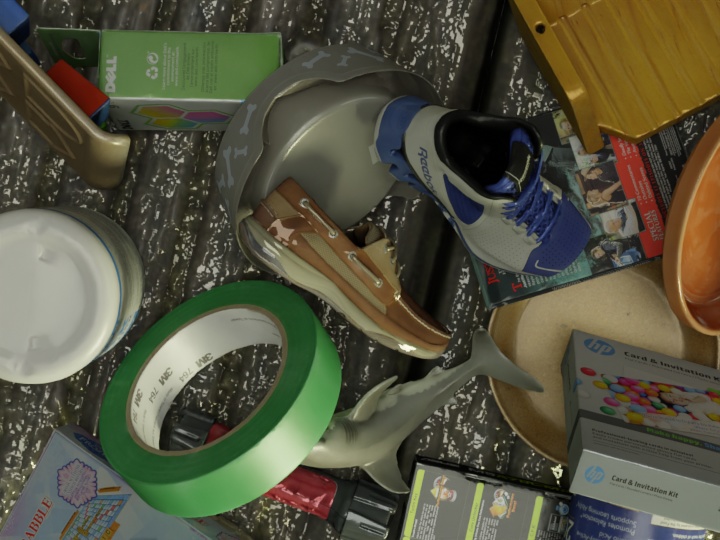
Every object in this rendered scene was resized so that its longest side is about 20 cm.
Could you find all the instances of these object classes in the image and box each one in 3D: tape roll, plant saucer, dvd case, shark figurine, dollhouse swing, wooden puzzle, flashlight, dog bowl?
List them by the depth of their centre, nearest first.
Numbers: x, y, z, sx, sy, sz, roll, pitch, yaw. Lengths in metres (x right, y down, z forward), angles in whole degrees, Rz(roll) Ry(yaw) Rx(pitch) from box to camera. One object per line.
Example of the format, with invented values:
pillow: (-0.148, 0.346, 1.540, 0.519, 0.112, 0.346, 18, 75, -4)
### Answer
dollhouse swing: (0.227, -0.232, 1.284, 0.198, 0.176, 0.183, -27, 72, 1)
wooden puzzle: (-0.260, -0.154, 1.296, 0.200, 0.185, 0.046, 41, 77, -3)
dog bowl: (-0.028, -0.092, 1.301, 0.200, 0.200, 0.059, -43, 57, 1)
tape roll: (-0.113, 0.100, 1.303, 0.199, 0.201, 0.048, -32, 129, 2)
plant saucer: (0.302, -0.048, 1.315, 0.032, 0.199, 0.203, 23, 93, 39)
shark figurine: (0.038, 0.133, 1.348, 0.212, 0.128, 0.090, -24, 79, -17)
dvd case: (0.178, -0.064, 1.353, 0.198, 0.022, 0.148, -17, 77, -6)
flashlight: (-0.068, 0.179, 1.364, 0.198, 0.068, 0.068, 21, 59, 4)
plant saucer: (0.203, 0.067, 1.378, 0.197, 0.035, 0.203, 0, 93, -1)

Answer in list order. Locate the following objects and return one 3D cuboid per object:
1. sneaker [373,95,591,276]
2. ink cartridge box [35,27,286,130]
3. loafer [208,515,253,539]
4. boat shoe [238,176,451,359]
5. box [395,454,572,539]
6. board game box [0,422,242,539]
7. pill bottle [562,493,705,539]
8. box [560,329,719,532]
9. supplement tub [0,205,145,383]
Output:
sneaker: (0.109, -0.060, 1.247, 0.199, 0.115, 0.081, 36, 78, -26)
ink cartridge box: (-0.159, -0.153, 1.329, 0.197, 0.104, 0.060, 1, 82, 0)
loafer: (-0.082, 0.277, 1.375, 0.199, 0.070, 0.070, 34, 97, 6)
boat shoe: (0.000, 0.000, 1.261, 0.199, 0.076, 0.072, 34, 94, -27)
box: (0.116, 0.276, 1.383, 0.191, 0.048, 0.203, 12, 92, 1)
board game box: (-0.212, 0.265, 1.350, 0.198, 0.041, 0.201, 33, 101, 11)
pill bottle: (0.211, 0.247, 1.307, 0.109, 0.111, 0.203, 11, 92, -1)
box: (0.235, 0.124, 1.264, 0.154, 0.200, 0.042, 16, 113, -1)
supplement tub: (-0.243, 0.015, 1.292, 0.130, 0.200, 0.134, 0, 93, 1)
